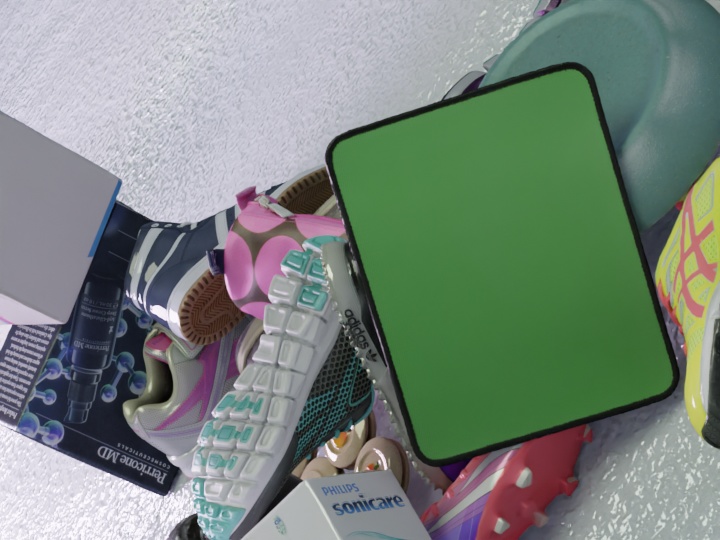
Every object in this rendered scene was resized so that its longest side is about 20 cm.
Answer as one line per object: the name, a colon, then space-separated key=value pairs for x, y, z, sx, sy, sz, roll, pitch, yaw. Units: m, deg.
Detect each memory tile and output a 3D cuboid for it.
memory tile: x=-0.039 y=0.139 z=1.285 sx=0.200 sy=0.017 sz=0.154 roll=49 pitch=120 yaw=49

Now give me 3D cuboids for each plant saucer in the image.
plant saucer: x=0.130 y=-0.096 z=1.115 sx=0.199 sy=0.036 sz=0.201 roll=-27 pitch=44 yaw=29

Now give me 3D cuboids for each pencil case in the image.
pencil case: x=0.000 y=0.000 z=1.254 sx=0.199 sy=0.091 sz=0.094 roll=9 pitch=112 yaw=31

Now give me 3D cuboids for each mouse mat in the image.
mouse mat: x=0.080 y=-0.002 z=1.054 sx=0.160 sy=0.202 sz=0.008 roll=-17 pitch=5 yaw=5

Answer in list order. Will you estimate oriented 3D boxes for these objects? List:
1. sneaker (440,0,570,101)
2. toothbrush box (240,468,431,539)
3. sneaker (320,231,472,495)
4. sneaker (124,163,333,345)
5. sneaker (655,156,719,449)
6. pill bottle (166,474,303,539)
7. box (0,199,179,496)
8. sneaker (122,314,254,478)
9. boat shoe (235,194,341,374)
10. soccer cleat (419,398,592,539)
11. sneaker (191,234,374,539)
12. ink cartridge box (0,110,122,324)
sneaker: x=0.143 y=-0.132 z=1.226 sx=0.200 sy=0.074 sz=0.087 roll=-47 pitch=51 yaw=-4
toothbrush box: x=-0.004 y=0.237 z=1.055 sx=0.146 sy=0.085 sz=0.201 roll=-46 pitch=64 yaw=27
sneaker: x=0.058 y=0.052 z=1.117 sx=0.099 sy=0.201 sz=0.070 roll=-23 pitch=32 yaw=9
sneaker: x=-0.095 y=-0.026 z=1.433 sx=0.200 sy=0.070 sz=0.108 roll=-41 pitch=35 yaw=-26
sneaker: x=0.200 y=0.018 z=1.015 sx=0.090 sy=0.078 sz=0.201 roll=-31 pitch=32 yaw=45
pill bottle: x=-0.093 y=0.231 z=1.226 sx=0.201 sy=0.111 sz=0.112 roll=-63 pitch=27 yaw=22
box: x=-0.199 y=0.060 z=1.530 sx=0.107 sy=0.148 sz=0.201 roll=10 pitch=75 yaw=60
sneaker: x=-0.121 y=0.058 z=1.467 sx=0.081 sy=0.088 sz=0.201 roll=6 pitch=71 yaw=59
boat shoe: x=-0.018 y=0.024 z=1.364 sx=0.201 sy=0.074 sz=0.073 roll=-59 pitch=38 yaw=24
soccer cleat: x=0.068 y=0.146 z=1.112 sx=0.076 sy=0.066 sz=0.201 roll=32 pitch=99 yaw=39
sneaker: x=-0.032 y=0.084 z=1.155 sx=0.077 sy=0.091 sz=0.201 roll=15 pitch=76 yaw=53
ink cartridge box: x=-0.306 y=-0.038 z=1.501 sx=0.199 sy=0.125 sz=0.129 roll=-3 pitch=63 yaw=57
